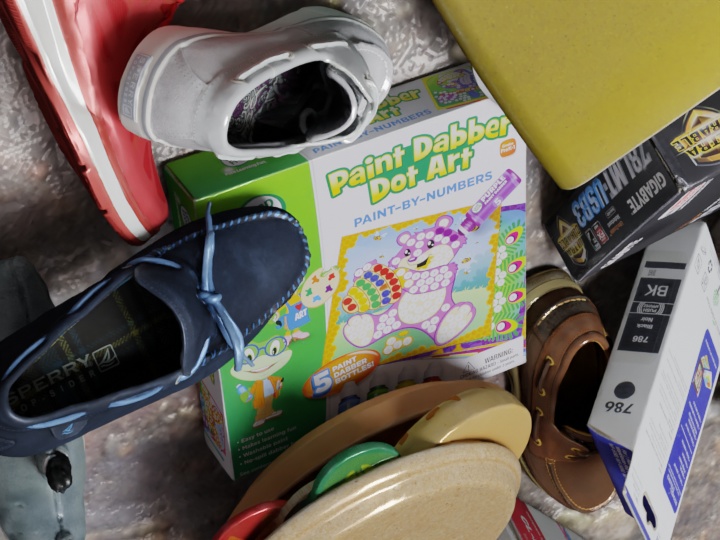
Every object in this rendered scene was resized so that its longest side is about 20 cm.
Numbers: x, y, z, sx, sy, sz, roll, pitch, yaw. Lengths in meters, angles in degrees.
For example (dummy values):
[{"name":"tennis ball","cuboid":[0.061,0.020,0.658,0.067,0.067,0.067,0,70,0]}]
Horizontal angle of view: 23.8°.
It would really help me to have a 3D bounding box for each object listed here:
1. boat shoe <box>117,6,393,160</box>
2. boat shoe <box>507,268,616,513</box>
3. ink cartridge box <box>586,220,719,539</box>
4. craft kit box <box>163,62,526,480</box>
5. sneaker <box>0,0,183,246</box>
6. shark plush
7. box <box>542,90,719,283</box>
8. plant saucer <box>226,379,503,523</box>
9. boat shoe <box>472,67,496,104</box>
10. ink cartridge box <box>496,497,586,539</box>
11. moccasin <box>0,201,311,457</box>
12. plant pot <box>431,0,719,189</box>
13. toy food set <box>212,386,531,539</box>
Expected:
[{"name":"boat shoe","cuboid":[-0.029,-0.085,0.808,0.200,0.068,0.072,-5,118,-61]},{"name":"boat shoe","cuboid":[0.136,0.092,1.087,0.072,0.068,0.201,-28,133,-13]},{"name":"ink cartridge box","cuboid":[0.183,0.075,1.050,0.100,0.039,0.201,62,41,-44]},{"name":"craft kit box","cuboid":[0.000,0.000,0.952,0.199,0.049,0.198,-21,128,-20]},{"name":"sneaker","cuboid":[-0.097,-0.109,0.786,0.115,0.078,0.201,-28,134,-11]},{"name":"shark plush","cuboid":[-0.164,0.099,0.832,0.090,0.201,0.083,5,163,-25]},{"name":"box","cuboid":[0.217,-0.076,0.959,0.198,0.050,0.200,-29,171,-15]},{"name":"plant saucer","cuboid":[0.005,0.128,1.019,0.199,0.032,0.201,-23,150,-14]},{"name":"boat shoe","cuboid":[0.129,-0.097,0.913,0.200,0.067,0.072,27,77,-59]},{"name":"ink cartridge box","cuboid":[0.092,0.237,1.124,0.146,0.083,0.200,-39,140,13]},{"name":"moccasin","cuboid":[-0.094,0.032,0.801,0.200,0.068,0.081,-38,100,-30]},{"name":"plant pot","cuboid":[0.099,-0.194,0.704,0.200,0.201,0.176,-36,118,28]},{"name":"toy food set","cuboid":[0.002,0.149,0.966,0.197,0.049,0.200,-16,149,-25]}]
